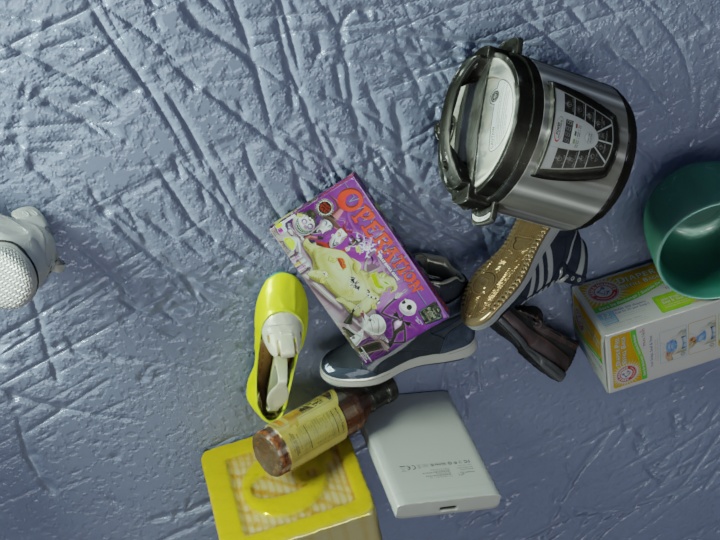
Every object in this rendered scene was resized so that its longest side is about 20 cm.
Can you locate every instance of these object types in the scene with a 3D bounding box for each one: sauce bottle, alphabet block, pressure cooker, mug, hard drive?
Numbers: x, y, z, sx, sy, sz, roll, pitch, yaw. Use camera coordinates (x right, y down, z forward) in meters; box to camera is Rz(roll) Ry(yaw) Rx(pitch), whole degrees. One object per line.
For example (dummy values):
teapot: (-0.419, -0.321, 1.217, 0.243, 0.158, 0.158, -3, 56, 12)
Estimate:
sauce bottle: (-0.039, 0.185, 1.498, 0.200, 0.066, 0.066, -26, 132, -35)
alphabet block: (-0.078, 0.333, 1.538, 0.195, 0.196, 0.200, -18, 126, -8)
pressure cooker: (0.175, -0.141, 1.319, 0.200, 0.176, 0.179, 14, 127, -24)
mug: (0.440, -0.061, 1.479, 0.185, 0.115, 0.152, -14, 128, 7)
hard drive: (0.079, 0.226, 1.513, 0.132, 0.200, 0.027, -3, 124, -16)

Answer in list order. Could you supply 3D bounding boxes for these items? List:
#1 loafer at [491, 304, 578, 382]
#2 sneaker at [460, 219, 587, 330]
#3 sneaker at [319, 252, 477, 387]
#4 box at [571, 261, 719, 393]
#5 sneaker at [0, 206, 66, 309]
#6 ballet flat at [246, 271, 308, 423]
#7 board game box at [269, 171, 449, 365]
loafer: (0.214, 0.071, 1.547, 0.063, 0.072, 0.200, -53, 131, -5)
sneaker: (0.205, 0.011, 1.459, 0.200, 0.070, 0.109, -54, 132, -16)
sneaker: (0.041, 0.057, 1.461, 0.202, 0.077, 0.146, -16, 130, -11)
box: (0.385, 0.061, 1.558, 0.200, 0.113, 0.102, -17, 127, -6)
sneaker: (-0.403, -0.039, 1.263, 0.200, 0.115, 0.075, 34, 111, 4)
ballet flat: (-0.097, 0.100, 1.455, 0.067, 0.067, 0.200, 2, 121, -16)
board game box: (0.000, 0.000, 1.390, 0.120, 0.032, 0.200, -33, 104, 12)
